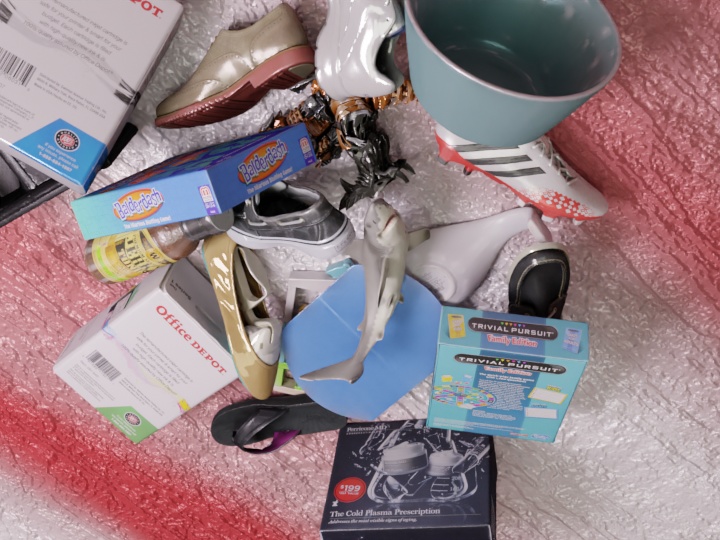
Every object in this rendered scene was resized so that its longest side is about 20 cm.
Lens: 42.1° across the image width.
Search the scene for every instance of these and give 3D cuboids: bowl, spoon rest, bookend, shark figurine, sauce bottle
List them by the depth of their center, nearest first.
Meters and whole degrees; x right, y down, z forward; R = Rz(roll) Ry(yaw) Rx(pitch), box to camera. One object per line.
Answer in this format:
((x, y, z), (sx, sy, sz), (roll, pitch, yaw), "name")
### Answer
((0.124, -0.190, 0.848), (0.198, 0.202, 0.105), (17, 142, -2), "bowl")
((-0.377, -0.167, 0.977), (0.198, 0.092, 0.200), (-23, 115, 20), "bookend")
((0.002, 0.014, 0.996), (0.089, 0.128, 0.217), (23, 112, 24), "shark figurine")
((-0.222, -0.037, 1.025), (0.198, 0.065, 0.065), (-19, 118, 36), "sauce bottle")
((0.122, -0.018, 1.026), (0.199, 0.061, 0.100), (-24, 115, 36), "spoon rest")

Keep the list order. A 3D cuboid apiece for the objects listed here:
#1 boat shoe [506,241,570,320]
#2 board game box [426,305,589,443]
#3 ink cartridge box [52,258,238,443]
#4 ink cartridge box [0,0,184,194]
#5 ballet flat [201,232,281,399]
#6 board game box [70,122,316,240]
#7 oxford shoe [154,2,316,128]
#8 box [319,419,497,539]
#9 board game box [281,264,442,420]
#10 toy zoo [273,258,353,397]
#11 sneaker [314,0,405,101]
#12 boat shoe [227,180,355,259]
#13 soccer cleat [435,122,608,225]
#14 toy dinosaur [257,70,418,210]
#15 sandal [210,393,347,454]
((0.193, 0.044, 0.999), (0.071, 0.068, 0.201), (-8, 143, -4), "boat shoe")
((0.152, 0.116, 1.008), (0.149, 0.047, 0.201), (7, 146, 4), "board game box")
((-0.244, 0.096, 1.124), (0.199, 0.084, 0.145), (-34, 112, 25), "ink cartridge box")
((-0.278, -0.197, 0.890), (0.145, 0.084, 0.202), (30, 81, -11), "ink cartridge box")
((-0.124, 0.048, 1.054), (0.062, 0.069, 0.202), (-15, 98, 29), "ballet flat")
((-0.165, -0.088, 0.922), (0.198, 0.152, 0.045), (-8, 108, 37), "board game box")
((-0.134, -0.202, 0.949), (0.198, 0.070, 0.076), (-20, 86, 24), "oxford shoe")
((0.065, 0.279, 1.134), (0.197, 0.183, 0.105), (-5, 121, 11), "box")
((0.008, 0.076, 1.080), (0.158, 0.039, 0.200), (43, 112, -13), "board game box")
((-0.030, 0.075, 1.117), (0.129, 0.021, 0.202), (12, 122, 0), "toy zoo")
((0.007, -0.255, 0.854), (0.086, 0.074, 0.203), (12, 117, 32), "sneaker")
((-0.084, -0.066, 0.968), (0.199, 0.072, 0.071), (10, 140, 46), "boat shoe")
((0.171, -0.115, 0.945), (0.198, 0.069, 0.086), (26, 123, -4), "soccer cleat")
((-0.009, -0.141, 0.944), (0.198, 0.102, 0.137), (-13, 104, 40), "toy dinosaur")
((-0.111, 0.197, 1.176), (0.198, 0.048, 0.076), (-15, 129, 25), "sandal")
